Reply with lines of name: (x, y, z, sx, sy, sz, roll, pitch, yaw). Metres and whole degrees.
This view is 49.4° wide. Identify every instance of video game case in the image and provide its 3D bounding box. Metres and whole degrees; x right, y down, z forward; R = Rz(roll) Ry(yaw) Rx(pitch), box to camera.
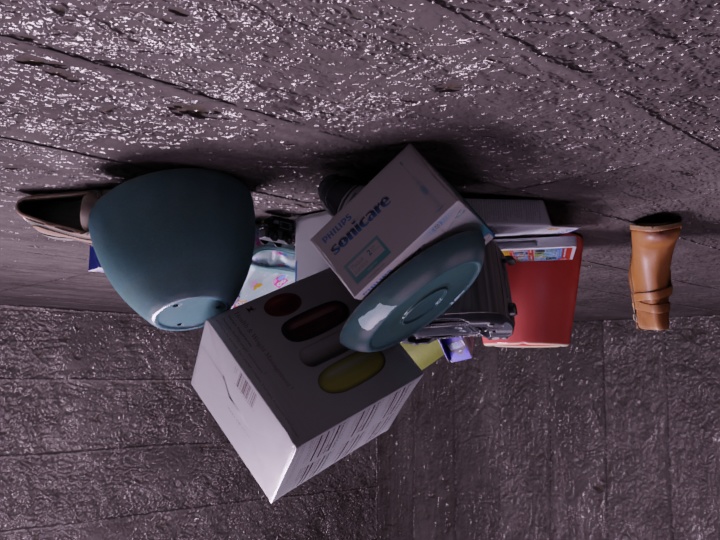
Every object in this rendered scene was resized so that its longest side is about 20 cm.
video game case: (0.211, -0.028, 1.144, 0.198, 0.018, 0.143, -2, 173, 13)

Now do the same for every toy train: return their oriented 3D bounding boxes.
toy train: (-0.075, -0.051, 1.189, 0.034, 0.046, 0.199, -11, 165, 41)

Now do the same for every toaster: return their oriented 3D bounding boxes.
toaster: (0.107, 0.024, 1.033, 0.198, 0.130, 0.114, -7, 161, 23)

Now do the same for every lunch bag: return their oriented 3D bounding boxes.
lunch bag: (-0.137, 0.004, 1.249, 0.199, 0.077, 0.161, 6, 133, -43)

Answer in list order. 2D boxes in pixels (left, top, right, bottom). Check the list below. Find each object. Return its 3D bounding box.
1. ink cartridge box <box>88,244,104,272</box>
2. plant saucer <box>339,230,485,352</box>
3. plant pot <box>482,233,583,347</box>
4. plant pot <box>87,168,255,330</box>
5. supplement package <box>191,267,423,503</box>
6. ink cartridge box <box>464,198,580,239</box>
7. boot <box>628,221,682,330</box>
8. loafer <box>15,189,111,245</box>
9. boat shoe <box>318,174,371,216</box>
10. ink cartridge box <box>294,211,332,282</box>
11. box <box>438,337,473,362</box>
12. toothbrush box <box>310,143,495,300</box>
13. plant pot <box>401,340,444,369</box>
ink cartridge box: (-0.282, -0.038, 1.118, 0.199, 0.095, 0.044, 7, 170, -38)
plant saucer: (0.065, 0.032, 0.873, 0.199, 0.027, 0.200, -33, 160, -13)
plant pot: (0.275, 0.037, 1.304, 0.198, 0.179, 0.200, 0, 172, 0)
plant pot: (-0.212, -0.008, 0.932, 0.198, 0.136, 0.200, -14, 157, -6)
supplement package: (-0.069, 0.133, 0.970, 0.199, 0.192, 0.148, -24, 153, -36)
ink cartridge box: (0.169, -0.063, 1.092, 0.198, 0.044, 0.196, -1, 173, -16)
boot: (0.437, 0.011, 1.173, 0.076, 0.157, 0.200, 0, 172, 7)
loafer: (-0.353, -0.070, 1.003, 0.198, 0.073, 0.063, 1, 166, 23)
boat shoe: (0.005, -0.074, 0.943, 0.068, 0.072, 0.200, 36, -170, 20)
ink cartridge box: (0.000, 0.000, 1.176, 0.084, 0.146, 0.199, -7, 169, 44)
box: (0.147, 0.051, 1.251, 0.041, 0.120, 0.201, -16, -149, 18)
toothbrush box: (0.054, -0.037, 0.869, 0.146, 0.085, 0.200, -42, 160, 9)
plant pot: (0.057, 0.107, 1.327, 0.199, 0.189, 0.187, -19, 164, 26)
